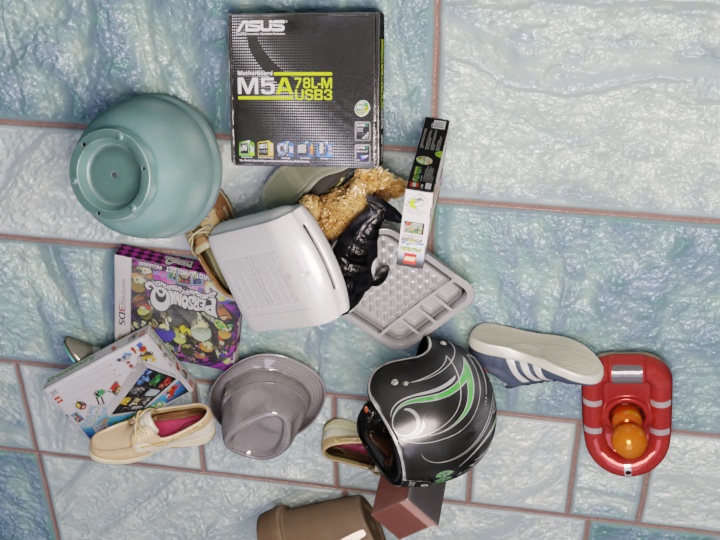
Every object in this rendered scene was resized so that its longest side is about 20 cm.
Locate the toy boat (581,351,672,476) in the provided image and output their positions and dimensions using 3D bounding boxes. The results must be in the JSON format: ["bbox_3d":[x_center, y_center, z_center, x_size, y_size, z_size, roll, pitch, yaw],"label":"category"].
[{"bbox_3d":[0.388,0.223,1.520,0.130,0.131,0.201,-2,122,13],"label":"toy boat"}]

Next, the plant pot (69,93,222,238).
[{"bbox_3d":[-0.302,-0.132,1.394,0.199,0.134,0.202,3,102,16],"label":"plant pot"}]

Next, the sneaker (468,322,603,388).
[{"bbox_3d":[0.253,0.141,1.524,0.199,0.075,0.085,16,128,23],"label":"sneaker"}]

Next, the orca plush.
[{"bbox_3d":[0.000,0.000,1.397,0.105,0.071,0.200,25,127,-22],"label":"orca plush"}]

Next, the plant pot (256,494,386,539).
[{"bbox_3d":[-0.052,0.465,1.750,0.174,0.200,0.201,-26,115,7],"label":"plant pot"}]

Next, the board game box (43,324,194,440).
[{"bbox_3d":[-0.379,0.180,1.648,0.199,0.035,0.126,-27,118,13],"label":"board game box"}]

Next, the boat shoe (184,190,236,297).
[{"bbox_3d":[-0.211,-0.050,1.488,0.075,0.074,0.201,-28,100,19],"label":"boat shoe"}]

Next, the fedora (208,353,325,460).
[{"bbox_3d":[-0.152,0.230,1.644,0.176,0.091,0.200,32,127,-24],"label":"fedora"}]

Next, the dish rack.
[{"bbox_3d":[0.044,0.018,1.492,0.200,0.044,0.171,34,125,-28],"label":"dish rack"}]

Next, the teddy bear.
[{"bbox_3d":[-0.025,-0.076,1.424,0.199,0.145,0.067,-26,75,5],"label":"teddy bear"}]

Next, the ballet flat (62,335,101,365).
[{"bbox_3d":[-0.407,0.173,1.706,0.064,0.067,0.201,-30,116,-3],"label":"ballet flat"}]

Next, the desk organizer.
[{"bbox_3d":[0.082,0.302,1.595,0.077,0.200,0.072,-32,115,34],"label":"desk organizer"}]

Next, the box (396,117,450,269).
[{"bbox_3d":[0.081,-0.102,1.333,0.035,0.200,0.111,10,124,5],"label":"box"}]

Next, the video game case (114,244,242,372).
[{"bbox_3d":[-0.281,0.060,1.612,0.199,0.036,0.182,13,125,3],"label":"video game case"}]

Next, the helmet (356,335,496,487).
[{"bbox_3d":[0.102,0.199,1.495,0.190,0.200,0.201,-22,124,-20],"label":"helmet"}]

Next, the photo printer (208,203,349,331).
[{"bbox_3d":[-0.104,-0.002,1.398,0.200,0.069,0.167,-10,109,52],"label":"photo printer"}]

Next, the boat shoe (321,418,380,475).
[{"bbox_3d":[0.032,0.297,1.681,0.199,0.067,0.074,10,124,6],"label":"boat shoe"}]

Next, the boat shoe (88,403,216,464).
[{"bbox_3d":[-0.326,0.245,1.631,0.199,0.074,0.069,-12,139,-17],"label":"boat shoe"}]

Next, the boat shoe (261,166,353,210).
[{"bbox_3d":[-0.048,-0.147,1.419,0.201,0.060,0.072,-36,75,27],"label":"boat shoe"}]

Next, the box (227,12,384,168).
[{"bbox_3d":[-0.069,-0.231,1.338,0.199,0.048,0.194,3,103,11],"label":"box"}]
